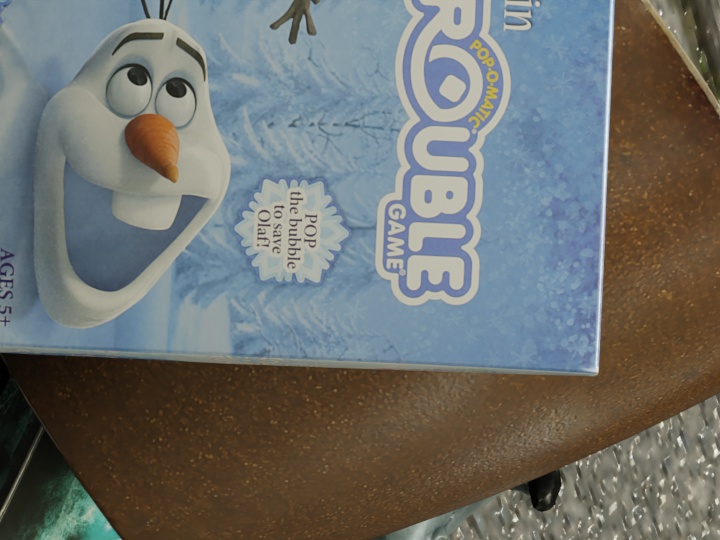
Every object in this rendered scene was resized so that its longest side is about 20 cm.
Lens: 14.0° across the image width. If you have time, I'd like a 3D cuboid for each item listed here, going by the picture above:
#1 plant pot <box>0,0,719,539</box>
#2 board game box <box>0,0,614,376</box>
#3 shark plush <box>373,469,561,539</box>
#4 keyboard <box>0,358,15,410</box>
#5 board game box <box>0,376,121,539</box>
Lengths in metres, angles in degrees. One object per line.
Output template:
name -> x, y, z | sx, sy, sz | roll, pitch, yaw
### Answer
plant pot -> 0.000, 0.000, 0.859 | 0.200, 0.187, 0.187 | -34, 134, -2
board game box -> -0.034, -0.077, 0.748 | 0.198, 0.043, 0.201 | 2, 88, -3
shark plush -> 0.038, 0.059, 1.021 | 0.200, 0.083, 0.091 | -41, 132, -43
keyboard -> -0.083, 0.044, 0.967 | 0.127, 0.021, 0.200 | -37, 132, -26
board game box -> -0.063, 0.058, 0.958 | 0.135, 0.028, 0.201 | 23, 93, -47
